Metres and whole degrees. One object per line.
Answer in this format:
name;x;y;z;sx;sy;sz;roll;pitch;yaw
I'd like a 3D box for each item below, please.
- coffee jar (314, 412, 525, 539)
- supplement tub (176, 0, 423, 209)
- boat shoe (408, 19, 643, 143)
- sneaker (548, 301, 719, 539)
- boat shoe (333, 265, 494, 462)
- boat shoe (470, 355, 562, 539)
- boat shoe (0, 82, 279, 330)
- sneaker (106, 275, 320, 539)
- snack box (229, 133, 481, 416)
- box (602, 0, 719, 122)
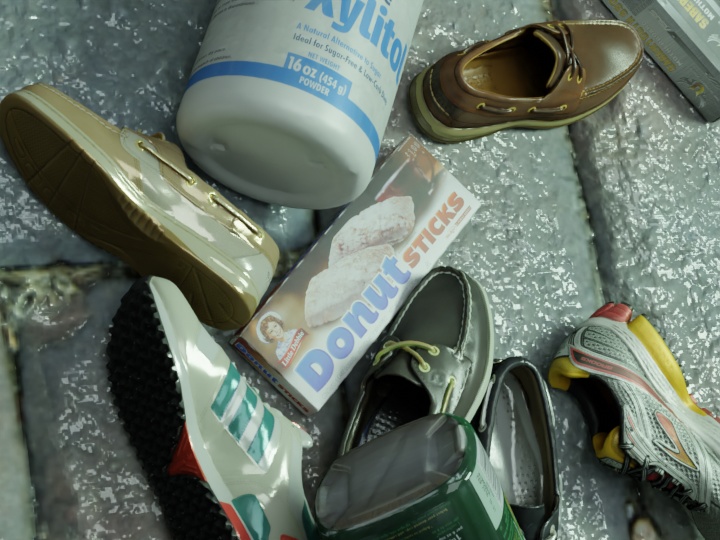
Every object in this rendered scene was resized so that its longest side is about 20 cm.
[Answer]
coffee jar;0.061;0.187;0.870;0.201;0.104;0.086;60;14;-25
supplement tub;-0.032;-0.154;0.967;0.131;0.132;0.201;23;67;-17
boat shoe;0.132;-0.143;1.075;0.199;0.068;0.073;-18;82;-28
sneaker;0.202;0.124;1.028;0.082;0.078;0.201;-33;80;-25
boat shoe;0.033;0.081;0.949;0.061;0.071;0.203;51;51;-52
boat shoe;0.100;0.156;0.971;0.073;0.060;0.202;7;72;-24
boat shoe;-0.135;-0.049;0.927;0.200;0.074;0.069;42;50;-9
sneaker;-0.084;0.096;0.912;0.093;0.070;0.201;-14;78;-45
snack box;0.000;0.000;0.994;0.072;0.024;0.200;44;61;-8
box;0.265;-0.242;1.178;0.200;0.048;0.158;47;62;-5
